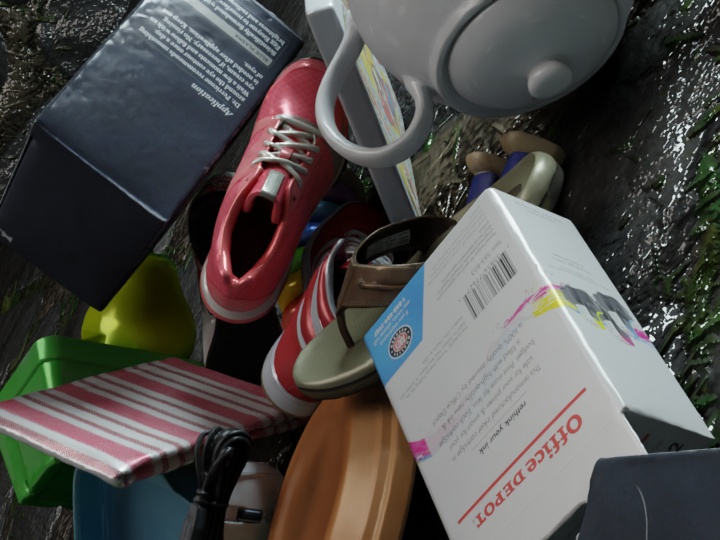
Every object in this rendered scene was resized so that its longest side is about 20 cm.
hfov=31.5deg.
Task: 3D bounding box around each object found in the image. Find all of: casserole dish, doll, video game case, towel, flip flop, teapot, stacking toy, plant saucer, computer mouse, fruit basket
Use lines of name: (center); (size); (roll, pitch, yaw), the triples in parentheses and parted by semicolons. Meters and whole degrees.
casserole dish: (-0.152, 0.205, 0.941); (0.039, 0.121, 0.200); (-46, -30, -49)
doll: (0.074, 0.014, 0.765); (0.136, 0.048, 0.201); (-27, 43, 58)
video game case: (0.000, -0.147, 0.943); (0.023, 0.200, 0.182); (-17, 36, 8)
towel: (-0.150, 0.108, 0.915); (0.146, 0.200, 0.030); (14, 106, 36)
flip flop: (0.029, -0.003, 0.727); (0.200, 0.058, 0.081); (-42, 22, 24)
teapot: (0.086, -0.161, 0.773); (0.200, 0.197, 0.146); (117, 144, -50)
stacking toy: (-0.036, 0.010, 0.984); (0.085, 0.085, 0.200); (-45, 34, 39)
plant saucer: (-0.020, 0.154, 0.790); (0.200, 0.037, 0.201); (-162, 90, -78)
computer mouse: (-0.077, 0.163, 0.868); (0.200, 0.044, 0.110); (43, -124, -79)
fruit basket: (-0.197, 0.092, 1.079); (0.156, 0.215, 0.216); (-47, 28, 37)

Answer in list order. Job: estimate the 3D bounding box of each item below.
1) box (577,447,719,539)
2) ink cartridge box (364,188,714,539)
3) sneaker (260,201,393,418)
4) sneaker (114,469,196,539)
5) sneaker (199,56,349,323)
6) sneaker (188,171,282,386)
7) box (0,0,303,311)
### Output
box: (0.148, 0.157, 0.347); (0.200, 0.124, 0.197); (-20, 47, 59)
ink cartridge box: (0.086, 0.070, 0.617); (0.115, 0.068, 0.200); (-51, 39, 25)
sneaker: (0.000, 0.000, 0.880); (0.113, 0.071, 0.200); (-51, 14, 43)
sneaker: (-0.145, 0.195, 0.991); (0.200, 0.083, 0.071); (-52, 23, 45)
sneaker: (-0.053, -0.060, 0.888); (0.087, 0.074, 0.201); (120, 169, -79)
sneaker: (-0.099, 0.019, 1.051); (0.108, 0.067, 0.202); (-95, -2, -69)
box: (-0.168, -0.102, 0.982); (0.200, 0.117, 0.197); (-57, 9, -31)
